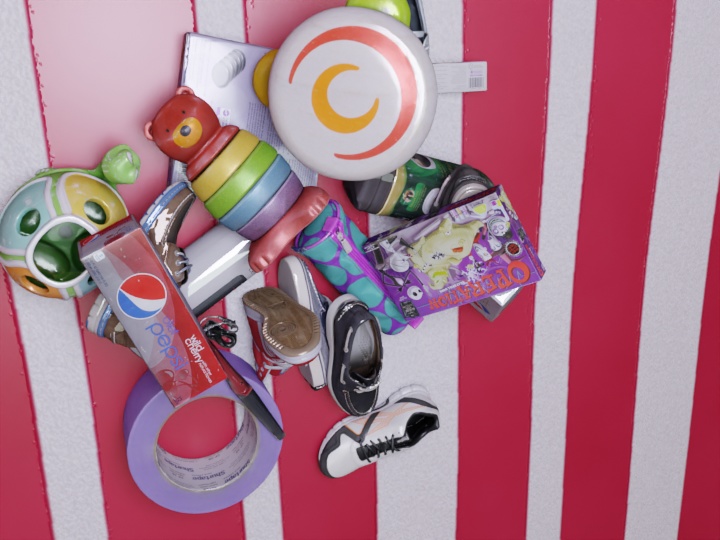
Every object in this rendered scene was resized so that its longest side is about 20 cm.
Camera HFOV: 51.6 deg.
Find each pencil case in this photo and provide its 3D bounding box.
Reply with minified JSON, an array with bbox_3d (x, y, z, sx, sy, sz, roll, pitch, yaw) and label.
[{"bbox_3d":[0.000,0.000,1.000,0.200,0.092,0.085,44,78,-28],"label":"pencil case"}]

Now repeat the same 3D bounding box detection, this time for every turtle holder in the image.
[{"bbox_3d":[-0.314,-0.046,0.837,0.185,0.132,0.141,-27,113,-12],"label":"turtle holder"}]

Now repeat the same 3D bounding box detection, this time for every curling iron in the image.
[{"bbox_3d":[-0.142,0.139,0.928,0.049,0.026,0.201,-29,114,-8],"label":"curling iron"}]

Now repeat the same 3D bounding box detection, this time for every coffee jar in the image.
[{"bbox_3d":[0.076,-0.108,0.990,0.199,0.104,0.086,12,117,-24],"label":"coffee jar"}]

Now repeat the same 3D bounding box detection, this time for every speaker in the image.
[{"bbox_3d":[-0.213,0.017,0.927,0.200,0.081,0.081,-37,116,-8],"label":"speaker"}]

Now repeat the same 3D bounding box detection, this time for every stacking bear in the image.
[{"bbox_3d":[-0.149,-0.115,0.844,0.121,0.114,0.200,-44,106,6],"label":"stacking bear"}]

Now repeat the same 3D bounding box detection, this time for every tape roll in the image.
[{"bbox_3d":[-0.208,0.210,0.985,0.199,0.085,0.201,-7,109,-20],"label":"tape roll"}]

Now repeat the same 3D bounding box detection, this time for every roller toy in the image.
[{"bbox_3d":[-0.007,-0.198,0.841,0.199,0.140,0.183,-29,102,12],"label":"roller toy"}]

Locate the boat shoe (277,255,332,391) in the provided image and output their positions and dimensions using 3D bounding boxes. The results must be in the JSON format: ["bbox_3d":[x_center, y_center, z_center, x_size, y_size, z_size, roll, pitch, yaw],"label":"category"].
[{"bbox_3d":[-0.049,0.060,1.017,0.092,0.075,0.201,-21,120,-22],"label":"boat shoe"}]

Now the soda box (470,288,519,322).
[{"bbox_3d":[0.182,0.018,1.021,0.068,0.200,0.064,43,88,11],"label":"soda box"}]

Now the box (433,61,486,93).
[{"bbox_3d":[0.072,-0.252,0.981,0.199,0.039,0.042,-9,106,-19],"label":"box"}]

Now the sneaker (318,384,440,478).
[{"bbox_3d":[0.028,0.242,1.093,0.200,0.080,0.074,-33,117,-8],"label":"sneaker"}]

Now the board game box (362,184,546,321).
[{"bbox_3d":[0.109,-0.015,0.907,0.120,0.199,0.032,56,38,-16],"label":"board game box"}]

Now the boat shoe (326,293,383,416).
[{"bbox_3d":[0.000,0.126,0.992,0.074,0.060,0.201,-22,127,-28],"label":"boat shoe"}]

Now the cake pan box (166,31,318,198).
[{"bbox_3d":[-0.136,-0.175,0.916,0.183,0.052,0.201,4,104,-21],"label":"cake pan box"}]

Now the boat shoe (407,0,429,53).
[{"bbox_3d":[0.050,-0.277,0.912,0.070,0.071,0.202,-8,86,-20],"label":"boat shoe"}]

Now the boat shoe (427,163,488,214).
[{"bbox_3d":[0.111,-0.046,0.954,0.067,0.057,0.200,8,131,-17],"label":"boat shoe"}]

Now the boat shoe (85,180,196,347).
[{"bbox_3d":[-0.234,-0.005,0.859,0.072,0.072,0.201,29,90,-2],"label":"boat shoe"}]

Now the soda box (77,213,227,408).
[{"bbox_3d":[-0.220,0.045,0.799,0.070,0.063,0.201,-30,117,-12],"label":"soda box"}]

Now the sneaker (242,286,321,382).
[{"bbox_3d":[-0.092,0.102,0.935,0.071,0.200,0.113,-16,113,-18],"label":"sneaker"}]
